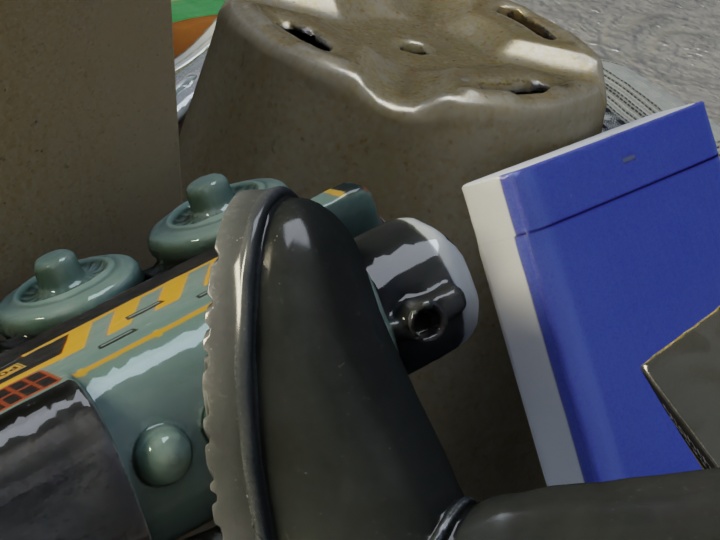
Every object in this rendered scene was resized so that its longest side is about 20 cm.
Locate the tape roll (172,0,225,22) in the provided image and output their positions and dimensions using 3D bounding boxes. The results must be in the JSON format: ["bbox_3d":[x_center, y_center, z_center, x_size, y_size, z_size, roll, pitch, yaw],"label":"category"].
[{"bbox_3d":[-0.151,-0.139,1.385,0.200,0.048,0.201,11,22,-5],"label":"tape roll"}]

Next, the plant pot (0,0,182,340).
[{"bbox_3d":[-0.188,-0.063,0.833,0.200,0.200,0.177,25,41,34],"label":"plant pot"}]

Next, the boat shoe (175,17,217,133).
[{"bbox_3d":[-0.041,-0.060,1.057,0.202,0.075,0.065,-26,31,-34],"label":"boat shoe"}]

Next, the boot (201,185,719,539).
[{"bbox_3d":[0.066,0.056,0.676,0.199,0.166,0.066,-4,-1,17],"label":"boot"}]

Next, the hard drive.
[{"bbox_3d":[0.101,0.055,0.882,0.025,0.201,0.132,-14,5,35],"label":"hard drive"}]

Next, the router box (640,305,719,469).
[{"bbox_3d":[0.166,0.108,0.762,0.200,0.052,0.157,55,2,25],"label":"router box"}]

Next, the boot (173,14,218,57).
[{"bbox_3d":[-0.115,-0.088,1.080,0.199,0.155,0.077,-12,63,-5],"label":"boot"}]

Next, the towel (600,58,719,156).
[{"bbox_3d":[0.096,-0.045,1.154,0.192,0.035,0.200,0,31,-39],"label":"towel"}]

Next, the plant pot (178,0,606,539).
[{"bbox_3d":[0.000,0.000,0.955,0.200,0.184,0.201,11,22,-4],"label":"plant pot"}]

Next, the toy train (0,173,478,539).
[{"bbox_3d":[-0.061,0.037,0.780,0.200,0.086,0.114,-26,19,-22],"label":"toy train"}]

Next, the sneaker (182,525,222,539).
[{"bbox_3d":[-0.017,0.111,0.781,0.075,0.100,0.200,-22,7,35],"label":"sneaker"}]
